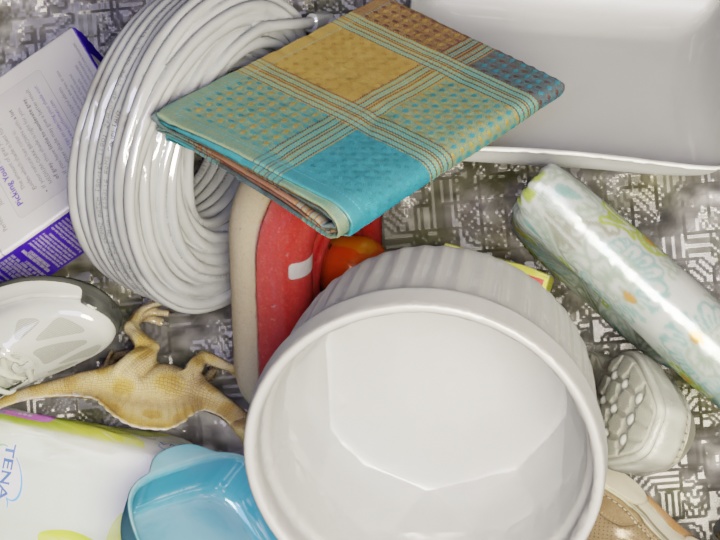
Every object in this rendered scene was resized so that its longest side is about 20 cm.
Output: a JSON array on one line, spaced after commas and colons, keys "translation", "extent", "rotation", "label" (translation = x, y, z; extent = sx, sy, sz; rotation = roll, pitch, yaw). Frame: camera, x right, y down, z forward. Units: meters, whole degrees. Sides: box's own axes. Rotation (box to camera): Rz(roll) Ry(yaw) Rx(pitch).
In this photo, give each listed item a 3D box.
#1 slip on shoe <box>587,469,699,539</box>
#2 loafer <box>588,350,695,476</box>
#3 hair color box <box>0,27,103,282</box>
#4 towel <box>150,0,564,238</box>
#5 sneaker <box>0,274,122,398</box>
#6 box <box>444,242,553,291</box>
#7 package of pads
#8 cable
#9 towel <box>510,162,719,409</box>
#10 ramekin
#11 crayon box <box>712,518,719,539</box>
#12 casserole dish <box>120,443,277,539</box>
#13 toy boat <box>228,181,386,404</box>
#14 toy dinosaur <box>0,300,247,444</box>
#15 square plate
[{"translation": [0.152, 0.172, 1.337], "extent": [0.200, 0.076, 0.061], "rotation": [36, 59, -14], "label": "slip on shoe"}, {"translation": [0.166, 0.085, 1.298], "extent": [0.069, 0.200, 0.070], "rotation": [22, 94, -6], "label": "loafer"}, {"translation": [-0.228, -0.047, 1.399], "extent": [0.199, 0.065, 0.110], "rotation": [-33, 67, 2], "label": "hair color box"}, {"translation": [0.001, -0.091, 1.260], "extent": [0.146, 0.200, 0.022], "rotation": [30, 133, 30], "label": "towel"}, {"translation": [-0.231, 0.081, 1.315], "extent": [0.199, 0.076, 0.116], "rotation": [-17, 48, 20], "label": "sneaker"}, {"translation": [0.058, 0.089, 1.383], "extent": [0.075, 0.050, 0.201], "rotation": [18, 89, 7], "label": "box"}, {"translation": [-0.197, 0.167, 1.397], "extent": [0.199, 0.068, 0.156], "rotation": [11, 90, 5], "label": "package of pads"}, {"translation": [-0.095, -0.077, 1.332], "extent": [0.069, 0.200, 0.201], "rotation": [17, 93, 30], "label": "cable"}, {"translation": [0.159, 0.011, 1.296], "extent": [0.171, 0.200, 0.048], "rotation": [40, 91, 3], "label": "towel"}, {"translation": [0.040, 0.082, 1.239], "extent": [0.199, 0.105, 0.201], "rotation": [4, 118, 7], "label": "ramekin"}, {"translation": [0.265, 0.124, 1.285], "extent": [0.051, 0.200, 0.127], "rotation": [37, 92, 6], "label": "crayon box"}, {"translation": [-0.071, 0.197, 1.308], "extent": [0.039, 0.121, 0.201], "rotation": [-46, 68, 40], "label": "casserole dish"}, {"translation": [0.000, 0.000, 1.320], "extent": [0.130, 0.131, 0.201], "rotation": [13, 122, 22], "label": "toy boat"}, {"translation": [-0.140, 0.068, 1.371], "extent": [0.198, 0.101, 0.059], "rotation": [7, 122, 0], "label": "toy dinosaur"}, {"translation": [0.121, -0.114, 1.336], "extent": [0.197, 0.201, 0.029], "rotation": [4, 126, 5], "label": "square plate"}]
